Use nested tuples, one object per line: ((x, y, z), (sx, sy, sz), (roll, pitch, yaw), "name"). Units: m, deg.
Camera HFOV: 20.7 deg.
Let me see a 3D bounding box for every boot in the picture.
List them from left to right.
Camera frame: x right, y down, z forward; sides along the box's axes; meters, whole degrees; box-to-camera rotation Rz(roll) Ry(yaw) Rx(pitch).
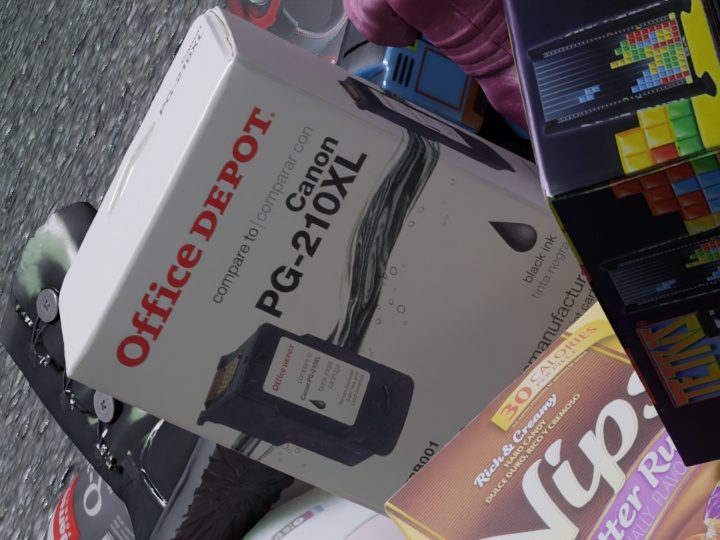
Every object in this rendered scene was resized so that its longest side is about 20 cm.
((-0.098, 0.035, 0.981), (0.165, 0.065, 0.200), (-54, 47, 21), "boot")

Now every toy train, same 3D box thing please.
((0.058, -0.144, 1.008), (0.087, 0.114, 0.201), (-19, 52, 60), "toy train")

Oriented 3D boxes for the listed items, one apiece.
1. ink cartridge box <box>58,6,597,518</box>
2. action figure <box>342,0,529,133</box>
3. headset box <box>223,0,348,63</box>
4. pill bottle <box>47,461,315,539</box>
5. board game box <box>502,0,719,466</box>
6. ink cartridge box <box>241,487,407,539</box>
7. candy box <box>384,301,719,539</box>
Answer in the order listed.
((-0.003, 0.007, 0.793), (0.145, 0.199, 0.084), (-61, 18, 14), "ink cartridge box")
((0.051, -0.095, 0.772), (0.134, 0.199, 0.149), (-41, 27, 37), "action figure")
((0.000, -0.179, 1.154), (0.149, 0.075, 0.200), (-53, 48, 26), "headset box")
((-0.105, 0.138, 1.101), (0.200, 0.115, 0.116), (-51, 27, 32), "pill bottle")
((0.085, -0.066, 0.599), (0.056, 0.165, 0.201), (-16, 55, 13), "board game box")
((-0.033, 0.158, 0.865), (0.162, 0.199, 0.057), (28, 138, 67), "ink cartridge box")
((0.095, 0.096, 0.652), (0.117, 0.056, 0.200), (-44, 26, -2), "candy box")
